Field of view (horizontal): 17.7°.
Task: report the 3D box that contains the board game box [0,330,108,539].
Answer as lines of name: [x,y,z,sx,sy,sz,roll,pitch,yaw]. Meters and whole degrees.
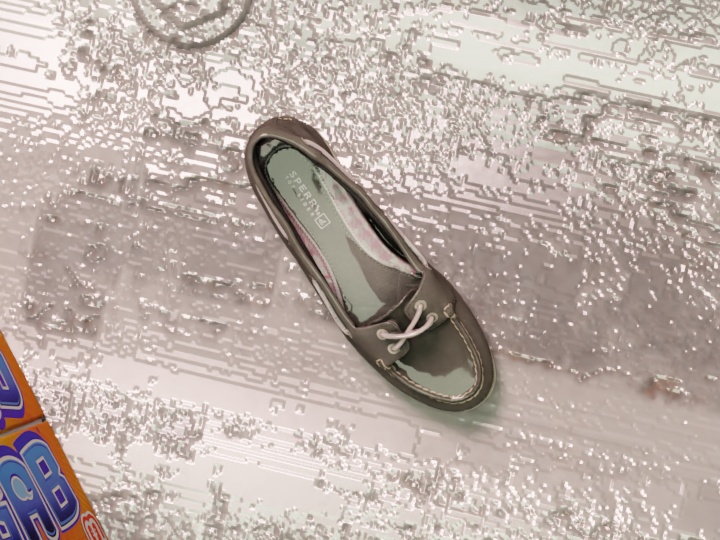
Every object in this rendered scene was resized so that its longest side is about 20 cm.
board game box: [-0.285,0.139,1.277,0.199,0.200,0.201,-28,88,10]

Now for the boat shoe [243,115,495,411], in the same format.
boat shoe: [0.000,0.000,1.290,0.067,0.057,0.201,-39,86,10]
